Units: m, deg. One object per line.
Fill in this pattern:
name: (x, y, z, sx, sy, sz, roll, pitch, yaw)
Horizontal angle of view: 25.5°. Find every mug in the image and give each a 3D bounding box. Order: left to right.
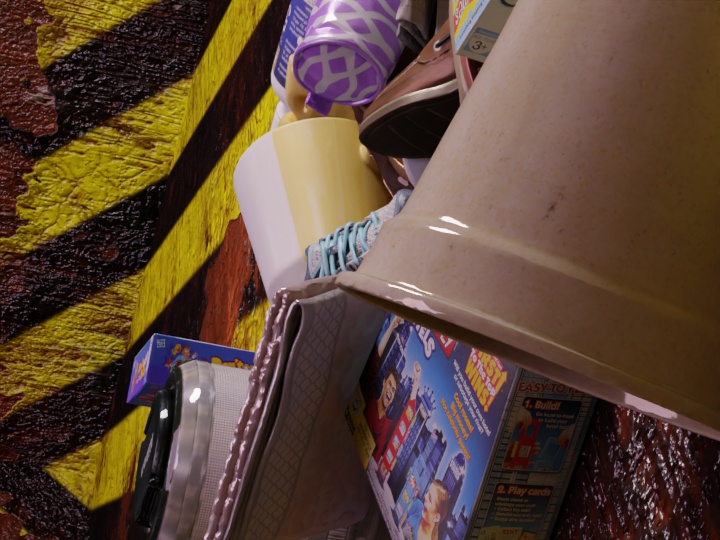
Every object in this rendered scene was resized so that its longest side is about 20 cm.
mug: (-0.027, -0.039, 1.380, 0.187, 0.149, 0.154, 107, 159, -51)

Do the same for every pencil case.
pencil case: (0.009, -0.224, 1.289, 0.085, 0.084, 0.200, -35, 26, 52)

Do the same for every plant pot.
plant pot: (0.114, -0.041, 0.719, 0.184, 0.200, 0.200, -68, 13, -3)

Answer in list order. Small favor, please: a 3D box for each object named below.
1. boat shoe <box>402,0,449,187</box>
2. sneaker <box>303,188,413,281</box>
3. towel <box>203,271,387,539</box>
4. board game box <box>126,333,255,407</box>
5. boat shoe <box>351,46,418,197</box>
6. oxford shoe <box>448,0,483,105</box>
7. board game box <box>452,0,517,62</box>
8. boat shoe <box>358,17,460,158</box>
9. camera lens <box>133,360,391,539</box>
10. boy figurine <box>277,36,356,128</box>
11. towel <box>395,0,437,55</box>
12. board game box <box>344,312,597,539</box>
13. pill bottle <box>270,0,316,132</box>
boat shoe: (0.080, -0.143, 1.178, 0.065, 0.073, 0.201, 52, -128, -71)
sneaker: (0.000, 0.000, 1.224, 0.200, 0.086, 0.078, 116, 166, -57)
towel: (-0.022, 0.096, 1.092, 0.191, 0.032, 0.201, -9, -61, -59)
board game box: (-0.101, 0.107, 1.432, 0.134, 0.199, 0.045, 143, 137, -70)
boat shoe: (0.032, -0.114, 1.292, 0.070, 0.070, 0.200, 85, 174, -46)
oxford shoe: (0.081, -0.090, 0.976, 0.075, 0.070, 0.201, -30, 67, 57)
board game box: (0.118, -0.218, 0.951, 0.103, 0.105, 0.200, 124, 154, -45)
boat shoe: (0.078, -0.136, 1.078, 0.200, 0.072, 0.068, -22, 55, 42)
camera lens: (-0.072, 0.163, 1.264, 0.160, 0.199, 0.161, -169, 90, -77)
boy figurine: (-0.012, -0.163, 1.422, 0.200, 0.124, 0.065, -57, 27, 33)
towel: (0.060, -0.265, 1.239, 0.193, 0.034, 0.201, 23, -104, -77)
board game box: (0.072, 0.083, 0.965, 0.200, 0.061, 0.200, -113, 38, -48)
pill bottle: (-0.019, -0.203, 1.506, 0.120, 0.119, 0.200, -99, 24, -56)
